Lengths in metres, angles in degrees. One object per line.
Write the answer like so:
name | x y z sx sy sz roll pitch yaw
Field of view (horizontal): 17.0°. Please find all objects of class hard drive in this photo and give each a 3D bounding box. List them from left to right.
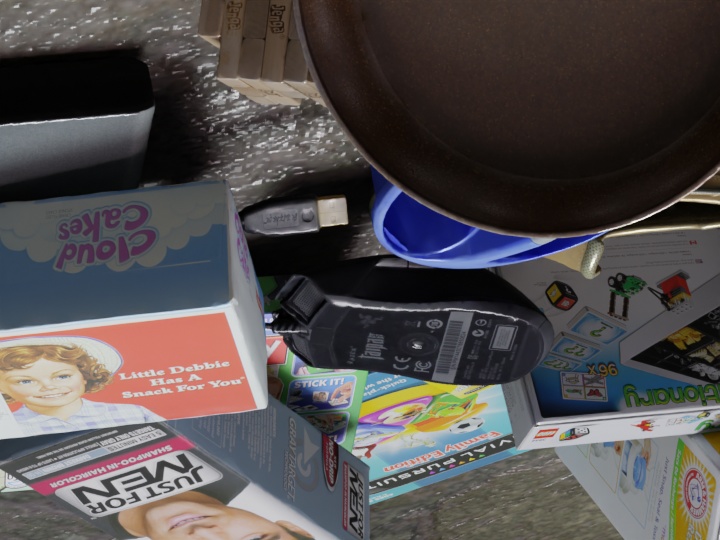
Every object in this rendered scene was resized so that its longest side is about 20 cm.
hard drive | -0.176 -0.032 1.130 0.138 0.033 0.200 -6 154 -14

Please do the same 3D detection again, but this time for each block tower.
block tower | 0.036 -0.094 0.984 0.198 0.054 0.058 5 175 18

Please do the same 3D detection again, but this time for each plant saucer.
plant saucer | 0.071 -0.114 0.917 0.199 0.201 0.032 -22 -178 20

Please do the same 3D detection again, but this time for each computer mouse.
computer mouse | 0.000 0.000 1.197 0.198 0.046 0.141 2 143 -1

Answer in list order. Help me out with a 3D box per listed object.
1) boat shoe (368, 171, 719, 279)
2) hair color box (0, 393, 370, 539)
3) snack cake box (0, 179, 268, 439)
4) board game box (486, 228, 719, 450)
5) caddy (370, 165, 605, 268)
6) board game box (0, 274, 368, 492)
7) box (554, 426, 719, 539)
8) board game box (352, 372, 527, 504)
boat shoe | 0.105 -0.032 1.212 0.198 0.077 0.072 -13 158 4
hair color box | -0.087 0.102 1.255 0.098 0.061 0.200 -19 144 27
snack cake box | -0.148 0.023 1.112 0.198 0.068 0.115 -6 151 3
board game box | 0.165 0.025 1.306 0.198 0.127 0.035 -3 153 -19
caddy | 0.083 -0.067 1.092 0.140 0.106 0.200 1 152 -30
board game box | -0.095 0.060 1.290 0.198 0.029 0.135 -4 139 -13
box | 0.204 0.105 1.382 0.112 0.200 0.102 -4 118 -19
board game box | 0.028 0.075 1.437 0.150 0.047 0.200 -20 154 15
